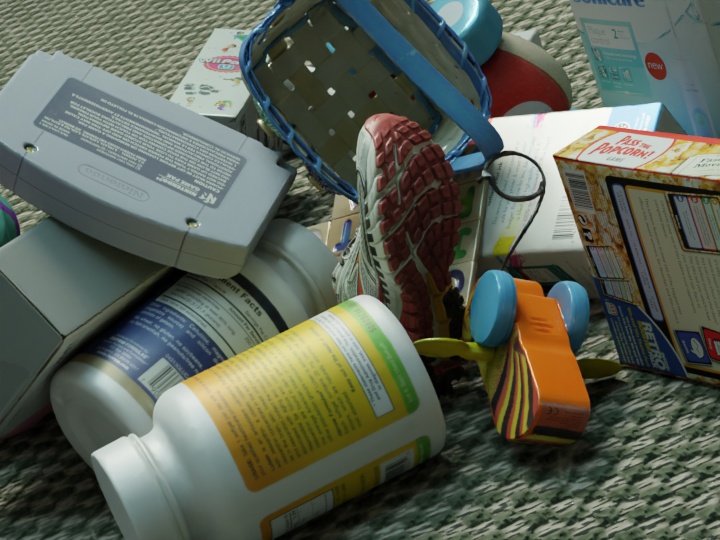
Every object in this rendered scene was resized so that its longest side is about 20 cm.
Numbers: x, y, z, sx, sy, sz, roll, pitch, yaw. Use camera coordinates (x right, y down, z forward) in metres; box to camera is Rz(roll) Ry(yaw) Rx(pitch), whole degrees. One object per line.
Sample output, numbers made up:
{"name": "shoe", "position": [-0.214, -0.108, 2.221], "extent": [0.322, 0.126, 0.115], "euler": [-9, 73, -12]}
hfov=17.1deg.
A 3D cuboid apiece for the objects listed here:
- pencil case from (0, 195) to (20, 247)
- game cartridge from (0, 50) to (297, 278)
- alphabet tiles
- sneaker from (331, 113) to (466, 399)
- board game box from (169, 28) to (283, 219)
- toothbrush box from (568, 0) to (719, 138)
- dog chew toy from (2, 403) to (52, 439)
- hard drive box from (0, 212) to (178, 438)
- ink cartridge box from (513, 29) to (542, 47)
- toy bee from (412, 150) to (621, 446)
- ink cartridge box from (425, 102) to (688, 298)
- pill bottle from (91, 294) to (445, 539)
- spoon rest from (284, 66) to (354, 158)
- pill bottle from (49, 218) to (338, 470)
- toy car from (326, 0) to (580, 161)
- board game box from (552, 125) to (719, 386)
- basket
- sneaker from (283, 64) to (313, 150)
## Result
{"name": "pencil case", "position": [-0.373, 0.002, 2.039], "extent": [0.092, 0.085, 0.200], "euler": [19, 34, 15]}
{"name": "game cartridge", "position": [-0.153, -0.069, 1.595], "extent": [0.199, 0.042, 0.133], "euler": [25, 42, 3]}
{"name": "alphabet tiles", "position": [0.000, 0.000, 1.678], "extent": [0.200, 0.008, 0.168], "euler": [-14, 52, 33]}
{"name": "sneaker", "position": [0.014, -0.007, 1.534], "extent": [0.082, 0.201, 0.078], "euler": [19, 36, 34]}
{"name": "board game box", "position": [-0.106, -0.093, 1.926], "extent": [0.064, 0.148, 0.200], "euler": [3, 24, 8]}
{"name": "toothbrush box", "position": [0.238, -0.142, 1.676], "extent": [0.085, 0.201, 0.146], "euler": [-31, 24, -26]}
{"name": "dog chew toy", "position": [-0.239, 0.045, 1.777], "extent": [0.200, 0.125, 0.124], "euler": [-28, 21, -38]}
{"name": "hard drive box", "position": [-0.197, 0.019, 1.631], "extent": [0.200, 0.077, 0.156], "euler": [-39, -7, -49]}
{"name": "ink cartridge box", "position": [0.086, -0.150, 2.061], "extent": [0.094, 0.037, 0.200], "euler": [-9, 22, 26]}
{"name": "toy bee", "position": [0.101, 0.042, 1.506], "extent": [0.131, 0.109, 0.200], "euler": [23, 45, -4]}
{"name": "ink cartridge box", "position": [0.125, -0.044, 1.659], "extent": [0.199, 0.067, 0.117], "euler": [-3, 58, 38]}
{"name": "pill bottle", "position": [-0.058, 0.105, 1.468], "extent": [0.200, 0.111, 0.111], "euler": [-26, 22, -14]}
{"name": "spoon rest", "position": [-0.033, -0.138, 2.020], "extent": [0.060, 0.100, 0.200], "euler": [-22, 32, -29]}
{"name": "pill bottle", "position": [-0.101, 0.054, 1.603], "extent": [0.200, 0.111, 0.111], "euler": [-41, 28, -29]}
{"name": "toy car", "position": [0.055, -0.075, 1.791], "extent": [0.177, 0.184, 0.200], "euler": [1, 59, 42]}
{"name": "board game box", "position": [0.213, -0.003, 1.429], "extent": [0.046, 0.152, 0.200], "euler": [-32, 25, -27]}
{"name": "basket", "position": [0.008, -0.125, 1.611], "extent": [0.139, 0.176, 0.200], "euler": [-44, 3, -17]}
{"name": "sneaker", "position": [0.001, -0.175, 2.150], "extent": [0.114, 0.076, 0.200], "euler": [0, 35, 41]}
